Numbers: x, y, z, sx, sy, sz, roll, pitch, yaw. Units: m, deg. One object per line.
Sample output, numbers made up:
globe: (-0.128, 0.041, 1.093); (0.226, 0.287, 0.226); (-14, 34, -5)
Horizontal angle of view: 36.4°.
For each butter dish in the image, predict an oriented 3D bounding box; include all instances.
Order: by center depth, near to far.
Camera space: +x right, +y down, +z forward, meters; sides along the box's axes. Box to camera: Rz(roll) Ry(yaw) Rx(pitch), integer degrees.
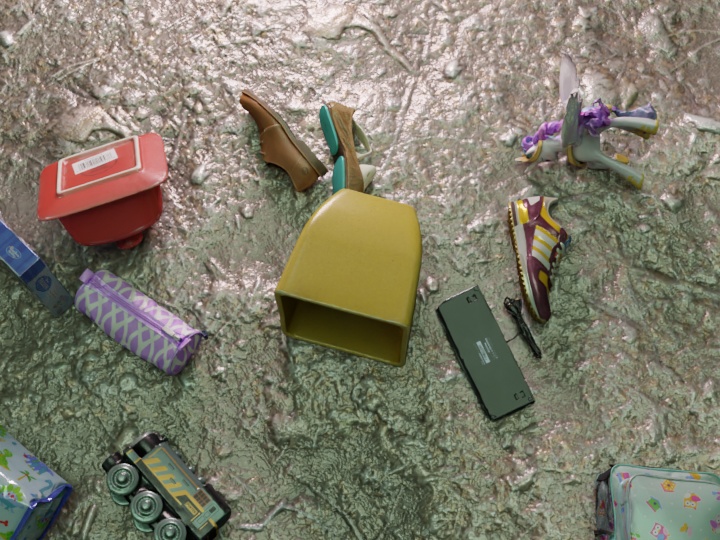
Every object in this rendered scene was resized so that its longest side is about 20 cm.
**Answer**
butter dish: (-0.376, -0.100, 1.671); (0.199, 0.148, 0.200); (-19, 32, -3)

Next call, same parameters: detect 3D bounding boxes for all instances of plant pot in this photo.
plant pot: (0.000, 0.000, 1.604); (0.193, 0.196, 0.201); (15, 68, 6)

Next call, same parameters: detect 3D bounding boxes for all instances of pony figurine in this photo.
pony figurine: (0.348, -0.219, 1.678); (0.199, 0.194, 0.167); (9, 39, 4)

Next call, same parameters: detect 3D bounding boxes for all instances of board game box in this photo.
board game box: (-0.525, -0.036, 1.617); (0.200, 0.199, 0.043); (42, 75, 13)

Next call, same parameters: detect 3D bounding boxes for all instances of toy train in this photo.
toy train: (-0.277, 0.323, 1.562); (0.114, 0.085, 0.200); (-39, 73, -23)

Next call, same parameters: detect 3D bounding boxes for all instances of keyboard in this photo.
keyboard: (0.207, 0.114, 1.648); (0.127, 0.021, 0.201); (-24, 74, -1)

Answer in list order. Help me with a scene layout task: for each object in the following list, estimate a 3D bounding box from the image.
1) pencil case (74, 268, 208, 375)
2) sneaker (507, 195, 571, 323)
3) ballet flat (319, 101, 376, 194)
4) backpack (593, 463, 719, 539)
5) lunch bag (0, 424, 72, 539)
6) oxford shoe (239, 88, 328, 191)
pencil case: (-0.332, 0.077, 1.637); (0.200, 0.086, 0.084); (31, 73, 11)
sneaker: (0.281, -0.021, 1.661); (0.090, 0.075, 0.201); (-10, 73, 3)
ballet flat: (-0.015, -0.176, 1.731); (0.072, 0.068, 0.201); (-3, 67, -20)
backpack: (0.413, 0.371, 1.495); (0.175, 0.153, 0.201); (7, 79, -2)
lunch bag: (-0.529, 0.338, 1.538); (0.170, 0.127, 0.200); (36, 105, 12)
oxford shoe: (-0.139, -0.208, 1.736); (0.071, 0.071, 0.200); (-41, 72, 4)
